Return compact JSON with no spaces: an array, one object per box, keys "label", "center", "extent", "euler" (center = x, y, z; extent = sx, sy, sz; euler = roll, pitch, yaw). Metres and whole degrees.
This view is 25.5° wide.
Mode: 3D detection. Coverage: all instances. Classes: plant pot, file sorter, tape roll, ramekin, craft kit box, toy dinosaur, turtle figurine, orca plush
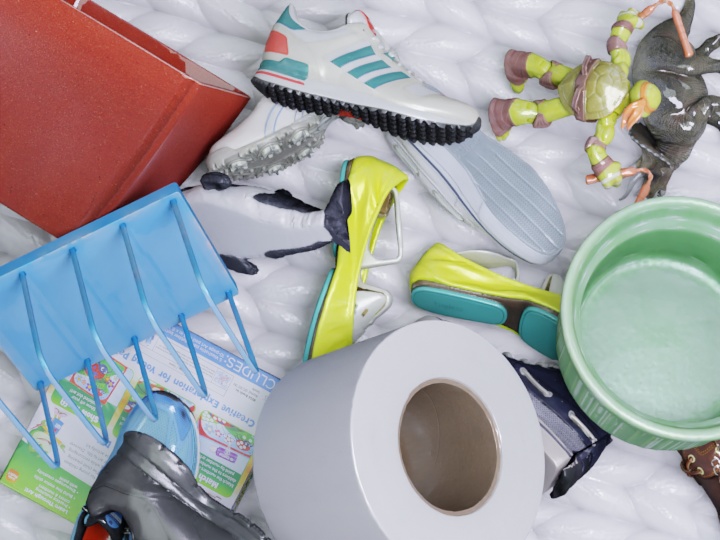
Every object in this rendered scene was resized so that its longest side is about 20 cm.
[{"label":"plant pot","center":[-0.240,-0.129,1.369],"extent":[0.199,0.200,0.177],"euler":[32,96,6]},{"label":"file sorter","center":[-0.202,0.052,1.304],"extent":[0.199,0.139,0.123],"euler":[-25,47,2]},{"label":"tape roll","center":[0.031,0.152,1.287],"extent":[0.202,0.139,0.204],"euler":[12,70,-35]},{"label":"ramekin","center":[0.253,0.050,1.294],"extent":[0.198,0.098,0.202],"euler":[1,71,-3]},{"label":"craft kit box","center":[-0.186,0.146,1.406],"extent":[0.199,0.049,0.199],"euler":[28,85,6]},{"label":"toy dinosaur","center":[0.277,-0.163,1.386],"extent":[0.101,0.077,0.202],"euler":[0,87,-3]},{"label":"turtle figurine","center":[0.190,-0.141,1.359],"extent":[0.160,0.064,0.202],"euler":[5,80,33]},{"label":"orca plush","center":[-0.081,-0.061,1.389],"extent":[0.199,0.071,0.106],"euler":[-12,120,41]}]

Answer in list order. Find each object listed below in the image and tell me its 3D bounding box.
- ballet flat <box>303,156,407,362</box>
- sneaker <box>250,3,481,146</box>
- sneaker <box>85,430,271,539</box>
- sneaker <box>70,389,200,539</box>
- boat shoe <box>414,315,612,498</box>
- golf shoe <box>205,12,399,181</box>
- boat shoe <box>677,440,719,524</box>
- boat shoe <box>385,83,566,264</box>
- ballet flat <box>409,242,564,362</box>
[{"label":"ballet flat","center":[0.000,0.000,1.387],"extent":[0.066,0.067,0.202],"euler":[11,83,6]},{"label":"sneaker","center":[0.012,-0.171,1.343],"extent":[0.198,0.070,0.094],"euler":[14,81,7]},{"label":"sneaker","center":[-0.135,0.221,1.281],"extent":[0.200,0.076,0.091],"euler":[38,74,7]},{"label":"sneaker","center":[-0.193,0.198,1.336],"extent":[0.078,0.090,0.201],"euler":[20,86,6]},{"label":"boat shoe","center":[0.136,0.102,1.382],"extent":[0.092,0.075,0.200],"euler":[-29,66,-32]},{"label":"golf shoe","center":[-0.060,-0.153,1.415],"extent":[0.199,0.078,0.098],"euler":[-29,77,-9]},{"label":"boat shoe","center":[0.302,0.147,1.358],"extent":[0.070,0.070,0.202],"euler":[-5,76,-3]},{"label":"boat shoe","center":[0.100,-0.077,1.398],"extent":[0.073,0.067,0.200],"euler":[-30,74,-32]},{"label":"ballet flat","center":[0.141,0.026,1.388],"extent":[0.199,0.067,0.067],"euler":[20,58,7]}]
